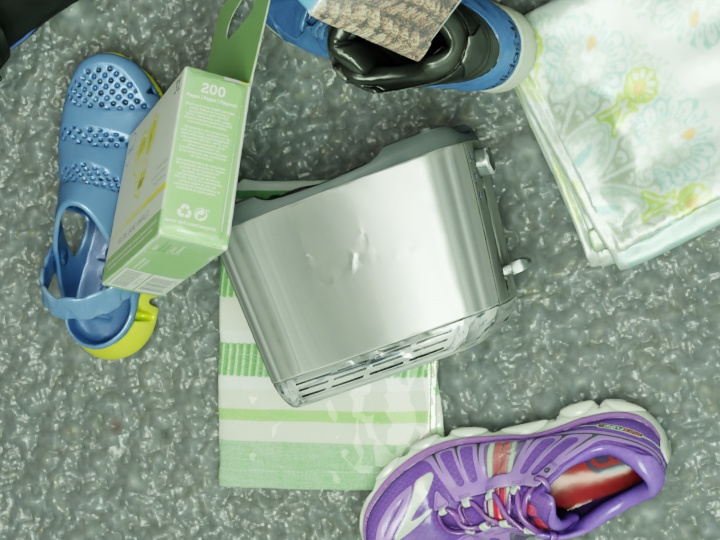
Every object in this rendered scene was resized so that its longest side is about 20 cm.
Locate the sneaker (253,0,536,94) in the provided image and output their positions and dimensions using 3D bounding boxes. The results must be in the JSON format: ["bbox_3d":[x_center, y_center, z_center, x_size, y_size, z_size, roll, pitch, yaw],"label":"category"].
[{"bbox_3d":[-0.002,-0.156,1.089,0.199,0.111,0.077,24,103,28],"label":"sneaker"}]

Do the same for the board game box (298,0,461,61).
[{"bbox_3d":[-0.004,-0.245,0.987,0.160,0.097,0.200,-53,54,18],"label":"board game box"}]

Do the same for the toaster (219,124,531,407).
[{"bbox_3d":[0.000,0.000,1.085,0.199,0.114,0.130,-20,89,15],"label":"toaster"}]

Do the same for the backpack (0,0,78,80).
[{"bbox_3d":[-0.241,-0.238,1.124,0.200,0.190,0.154,-37,66,11],"label":"backpack"}]

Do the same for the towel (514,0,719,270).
[{"bbox_3d":[0.199,-0.112,1.094,0.199,0.048,0.172,-25,86,12],"label":"towel"}]

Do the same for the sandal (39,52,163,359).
[{"bbox_3d":[-0.166,-0.042,1.162,0.079,0.087,0.201,0,89,15],"label":"sandal"}]

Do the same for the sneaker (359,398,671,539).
[{"bbox_3d":[0.091,0.135,1.094,0.199,0.083,0.081,-22,104,12],"label":"sneaker"}]

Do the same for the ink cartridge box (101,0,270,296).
[{"bbox_3d":[-0.103,-0.095,1.089,0.048,0.145,0.201,13,74,-18],"label":"ink cartridge box"}]

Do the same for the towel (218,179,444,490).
[{"bbox_3d":[-0.019,0.041,1.161,0.152,0.023,0.201,0,92,14],"label":"towel"}]
